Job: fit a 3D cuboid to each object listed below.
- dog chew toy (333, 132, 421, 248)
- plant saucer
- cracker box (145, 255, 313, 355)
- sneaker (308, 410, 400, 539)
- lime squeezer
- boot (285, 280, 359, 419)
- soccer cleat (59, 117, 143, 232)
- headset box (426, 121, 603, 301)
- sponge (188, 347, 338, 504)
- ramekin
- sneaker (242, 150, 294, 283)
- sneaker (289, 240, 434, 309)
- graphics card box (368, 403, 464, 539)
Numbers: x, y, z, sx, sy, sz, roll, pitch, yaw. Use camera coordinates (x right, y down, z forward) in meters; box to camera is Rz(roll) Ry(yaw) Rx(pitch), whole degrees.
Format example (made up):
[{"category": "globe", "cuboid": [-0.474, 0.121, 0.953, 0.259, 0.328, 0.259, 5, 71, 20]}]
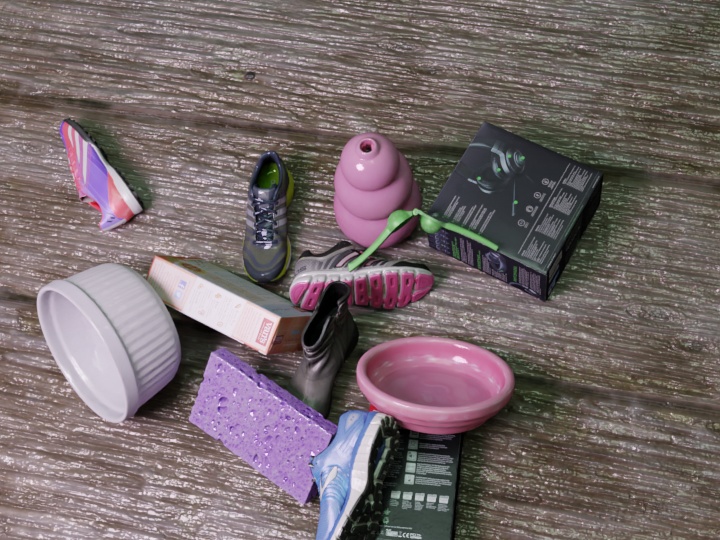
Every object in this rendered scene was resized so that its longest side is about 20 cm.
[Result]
[{"category": "dog chew toy", "cuboid": [0.018, -0.114, 1.580, 0.123, 0.200, 0.126, -3, 64, 6]}, {"category": "plant saucer", "cuboid": [0.093, 0.148, 1.478, 0.198, 0.051, 0.201, 2, 22, -1]}, {"category": "cracker box", "cuboid": [-0.172, 0.045, 1.558, 0.199, 0.134, 0.058, 24, 96, 18]}, {"category": "sneaker", "cuboid": [-0.021, 0.264, 1.416, 0.089, 0.078, 0.202, 13, 81, 37]}, {"category": "lime squeezer", "cuboid": [0.078, -0.048, 1.532, 0.198, 0.038, 0.071, -8, 69, 5]}, {"category": "boot", "cuboid": [-0.064, 0.117, 1.515, 0.067, 0.131, 0.201, 18, 67, 15]}, {"category": "soccer cleat", "cuboid": [-0.398, -0.143, 1.721, 0.073, 0.068, 0.200, -38, 68, -7]}, {"category": "headset box", "cuboid": [0.204, -0.085, 1.603, 0.199, 0.093, 0.175, 25, 70, 18]}, {"category": "sponge", "cuboid": [-0.124, 0.198, 1.502, 0.199, 0.030, 0.112, 32, 116, 20]}, {"category": "ramekin", "cuboid": [-0.323, 0.086, 1.527, 0.105, 0.201, 0.200, -32, 63, -33]}, {"category": "sneaker", "cuboid": [-0.135, -0.078, 1.647, 0.073, 0.081, 0.202, -4, 64, 5]}, {"category": "sneaker", "cuboid": [0.000, 0.000, 1.596, 0.198, 0.074, 0.088, -4, 46, -6]}, {"category": "graphics card box", "cuboid": [0.062, 0.272, 1.469, 0.124, 0.051, 0.202, 3, 63, 9]}]
